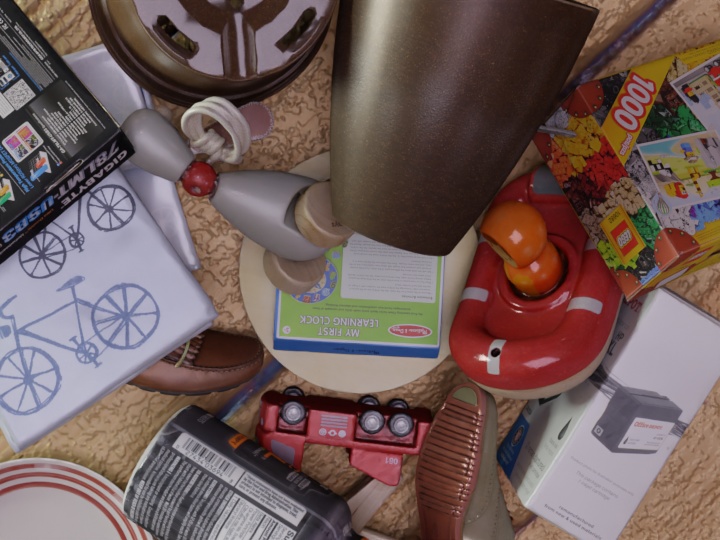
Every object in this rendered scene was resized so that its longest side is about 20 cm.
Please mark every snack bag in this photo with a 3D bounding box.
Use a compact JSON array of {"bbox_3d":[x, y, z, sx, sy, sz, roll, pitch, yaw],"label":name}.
[{"bbox_3d":[-0.239,0.006,1.216,0.188,0.021,0.201,-34,93,-5],"label":"snack bag"},{"bbox_3d":[-0.244,-0.067,1.281,0.187,0.021,0.202,-16,100,-2],"label":"snack bag"}]

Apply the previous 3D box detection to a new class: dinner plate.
[{"bbox_3d":[-0.267,0.251,1.328,0.198,0.024,0.202,0,99,-2],"label":"dinner plate"}]

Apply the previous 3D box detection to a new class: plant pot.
[{"bbox_3d":[-0.101,-0.214,1.170,0.198,0.198,0.202,-1,98,-10],"label":"plant pot"},{"bbox_3d":[0.053,-0.120,1.146,0.185,0.187,0.202,16,102,-7],"label":"plant pot"}]

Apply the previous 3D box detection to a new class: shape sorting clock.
[{"bbox_3d":[0.000,0.000,1.300,0.198,0.039,0.202,0,88,-2],"label":"shape sorting clock"}]

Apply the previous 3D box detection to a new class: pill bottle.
[{"bbox_3d":[-0.080,0.200,1.253,0.199,0.106,0.107,31,96,11],"label":"pill bottle"}]

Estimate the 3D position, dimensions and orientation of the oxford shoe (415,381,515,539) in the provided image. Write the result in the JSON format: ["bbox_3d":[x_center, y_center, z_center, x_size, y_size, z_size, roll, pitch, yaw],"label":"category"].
[{"bbox_3d":[0.089,0.189,1.285,0.073,0.071,0.202,4,99,-32],"label":"oxford shoe"}]

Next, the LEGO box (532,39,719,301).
[{"bbox_3d":[0.253,-0.084,1.219,0.199,0.077,0.150,-21,74,-33],"label":"LEGO box"}]

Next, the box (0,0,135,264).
[{"bbox_3d":[-0.303,-0.102,1.179,0.198,0.050,0.200,-41,72,-5],"label":"box"}]

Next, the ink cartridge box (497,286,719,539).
[{"bbox_3d":[0.203,0.105,1.280,0.083,0.145,0.201,30,96,-8],"label":"ink cartridge box"}]

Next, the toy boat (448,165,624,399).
[{"bbox_3d":[0.131,-0.005,1.226,0.130,0.131,0.201,3,62,32],"label":"toy boat"}]

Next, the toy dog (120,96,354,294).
[{"bbox_3d":[-0.081,-0.076,1.230,0.131,0.097,0.200,-20,124,39],"label":"toy dog"}]

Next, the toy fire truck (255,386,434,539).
[{"bbox_3d":[0.007,0.179,1.326,0.198,0.049,0.143,7,100,-5],"label":"toy fire truck"}]

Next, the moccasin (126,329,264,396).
[{"bbox_3d":[-0.174,0.047,1.277,0.199,0.074,0.078,15,116,-2],"label":"moccasin"}]

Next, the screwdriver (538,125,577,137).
[{"bbox_3d":[0.085,-0.123,1.228,0.028,0.199,0.029,-20,112,-43],"label":"screwdriver"}]
